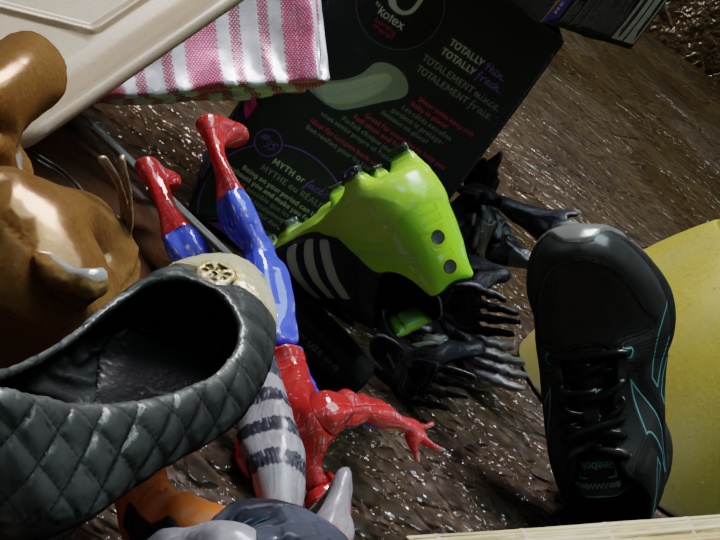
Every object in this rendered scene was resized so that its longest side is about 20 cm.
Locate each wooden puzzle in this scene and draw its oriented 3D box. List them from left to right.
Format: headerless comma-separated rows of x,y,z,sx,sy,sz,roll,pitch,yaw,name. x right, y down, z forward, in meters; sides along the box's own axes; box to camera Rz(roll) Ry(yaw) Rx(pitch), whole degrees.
-0.164,-0.172,0.985,0.200,0.037,0.185,48,58,4,wooden puzzle

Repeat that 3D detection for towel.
-0.117,-0.159,1.048,0.199,0.147,0.030,-5,0,-16,towel

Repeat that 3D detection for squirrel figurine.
-0.179,-0.024,0.757,0.187,0.142,0.200,50,33,9,squirrel figurine

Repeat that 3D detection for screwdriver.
-0.069,-0.007,1.015,0.200,0.029,0.028,41,47,-14,screwdriver

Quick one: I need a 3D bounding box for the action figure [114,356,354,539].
-0.055,0.093,0.698,0.199,0.105,0.194,31,8,-23,action figure

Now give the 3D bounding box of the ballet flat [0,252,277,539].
-0.077,0.032,0.688,0.066,0.057,0.200,15,25,16,ballet flat

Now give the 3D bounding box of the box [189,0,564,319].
0.007,-0.095,1.150,0.122,0.200,0.106,34,17,-11,box

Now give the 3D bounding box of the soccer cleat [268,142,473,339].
0.000,0.000,1.029,0.081,0.067,0.200,63,-20,3,soccer cleat

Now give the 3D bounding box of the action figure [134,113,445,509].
-0.032,0.033,0.931,0.099,0.065,0.201,29,34,-53,action figure

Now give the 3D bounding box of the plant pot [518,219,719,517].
0.220,0.054,1.285,0.199,0.142,0.200,33,17,-12,plant pot

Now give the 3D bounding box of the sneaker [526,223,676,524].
0.129,0.066,1.052,0.079,0.075,0.201,-76,155,-51,sneaker

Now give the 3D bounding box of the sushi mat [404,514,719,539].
0.126,0.145,0.905,0.199,0.012,0.096,-2,32,-16,sushi mat

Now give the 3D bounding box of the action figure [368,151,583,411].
0.072,0.011,1.160,0.102,0.119,0.200,27,26,3,action figure

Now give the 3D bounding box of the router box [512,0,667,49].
0.068,-0.207,1.129,0.200,0.052,0.157,42,17,18,router box

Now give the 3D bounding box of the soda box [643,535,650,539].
0.174,0.211,0.905,0.068,0.064,0.200,24,21,-36,soda box

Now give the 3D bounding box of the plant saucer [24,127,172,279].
-0.155,-0.031,0.945,0.200,0.035,0.200,33,16,-11,plant saucer
